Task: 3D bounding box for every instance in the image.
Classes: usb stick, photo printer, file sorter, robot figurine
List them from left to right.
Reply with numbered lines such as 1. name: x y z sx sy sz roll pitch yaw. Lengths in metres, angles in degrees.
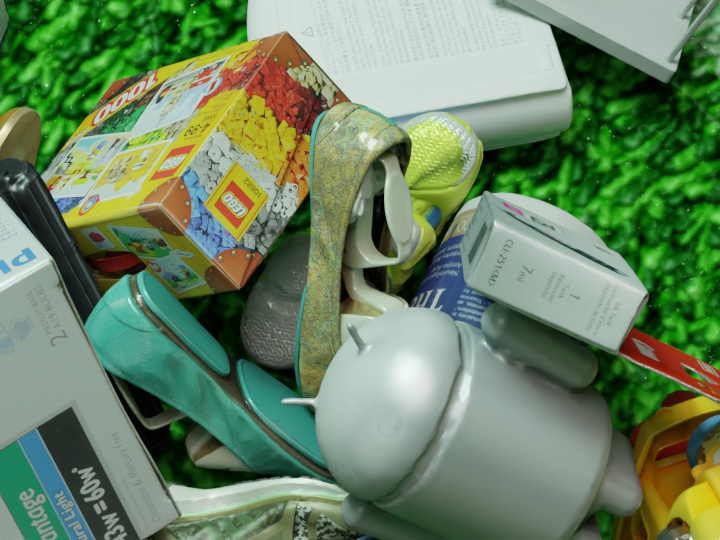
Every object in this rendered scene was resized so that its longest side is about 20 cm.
1. usb stick: -0.171 0.021 1.574 0.033 0.200 0.055 -32 23 -14
2. photo printer: 0.026 -0.148 1.742 0.200 0.069 0.166 -11 58 -7
3. robot figurine: 0.059 0.092 1.448 0.200 0.170 0.113 27 24 -20
4. file sorter: 0.190 -0.256 1.736 0.139 0.125 0.200 27 47 -8

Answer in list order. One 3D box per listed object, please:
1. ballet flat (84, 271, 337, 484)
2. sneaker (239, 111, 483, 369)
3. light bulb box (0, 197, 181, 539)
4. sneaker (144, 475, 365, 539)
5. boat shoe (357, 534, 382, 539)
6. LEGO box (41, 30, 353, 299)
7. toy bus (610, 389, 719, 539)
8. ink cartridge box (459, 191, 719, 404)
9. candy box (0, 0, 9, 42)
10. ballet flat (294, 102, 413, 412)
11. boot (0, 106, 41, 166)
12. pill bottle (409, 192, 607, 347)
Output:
1. ballet flat: -0.093 0.078 1.571 0.070 0.200 0.067 -38 31 17
2. sneaker: 0.009 -0.014 1.665 0.200 0.105 0.076 -45 81 7
3. light bulb box: -0.223 0.059 1.496 0.125 0.198 0.200 -31 34 -12
4. sneaker: -0.075 0.175 1.549 0.200 0.077 0.089 -3 67 7
5. boat shoe: -0.014 0.249 1.491 0.072 0.072 0.200 27 70 19
6. LEGO box: -0.116 -0.056 1.613 0.077 0.200 0.149 47 59 -23
7. toy bus: 0.209 0.137 1.495 0.136 0.200 0.192 -11 52 -13
8. ink cartridge box: 0.141 0.017 1.458 0.173 0.200 0.044 24 96 -1
9. candy box: -0.358 -0.141 1.737 0.200 0.072 0.168 12 59 7
10. ballet flat: 0.000 0.000 1.560 0.071 0.200 0.071 3 19 -1
11. boot: -0.299 -0.049 1.632 0.144 0.071 0.201 37 105 18
12. pill bottle: 0.072 0.060 1.588 0.111 0.111 0.200 20 60 12
